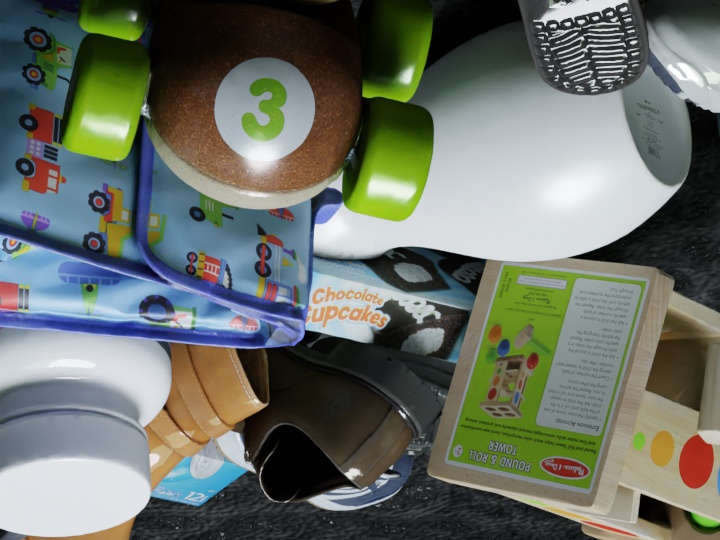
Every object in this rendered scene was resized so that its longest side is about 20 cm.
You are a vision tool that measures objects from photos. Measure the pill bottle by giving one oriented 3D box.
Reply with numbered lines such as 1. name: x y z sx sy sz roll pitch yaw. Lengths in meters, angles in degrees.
1. pill bottle: -0.159 0.028 1.308 0.119 0.201 0.120 -6 150 -3

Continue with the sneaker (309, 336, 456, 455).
1. sneaker: 0.065 0.058 1.466 0.199 0.091 0.076 9 144 -10

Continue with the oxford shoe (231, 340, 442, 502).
1. oxford shoe: -0.043 0.083 1.387 0.073 0.085 0.200 46 160 -21

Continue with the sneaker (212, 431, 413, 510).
1. sneaker: 0.004 0.108 1.566 0.108 0.071 0.200 -4 164 32

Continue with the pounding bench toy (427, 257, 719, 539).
1. pounding bench toy: 0.169 0.079 1.304 0.156 0.125 0.199 23 169 -39

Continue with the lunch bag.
1. lunch bag: -0.105 -0.044 1.229 0.199 0.151 0.094 11 146 -19

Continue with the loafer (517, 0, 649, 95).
1. loafer: 0.092 -0.174 1.153 0.073 0.071 0.201 -4 134 6

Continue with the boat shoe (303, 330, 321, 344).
1. boat shoe: -0.117 0.024 1.452 0.199 0.057 0.067 -8 150 2

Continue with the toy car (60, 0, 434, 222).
1. toy car: -0.030 -0.142 1.114 0.163 0.158 0.200 12 135 -11

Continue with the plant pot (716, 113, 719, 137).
1. plant pot: 0.282 -0.017 1.391 0.141 0.142 0.200 -20 140 21

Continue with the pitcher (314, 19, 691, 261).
1. pitcher: 0.077 -0.058 1.314 0.199 0.122 0.171 -13 168 31

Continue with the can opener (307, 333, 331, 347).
1. can opener: -0.049 0.046 1.508 0.199 0.053 0.067 -4 151 -4

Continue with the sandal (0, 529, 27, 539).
1. sandal: -0.233 0.065 1.379 0.043 0.200 0.076 1 125 -42

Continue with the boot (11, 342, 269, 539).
1. boot: -0.116 0.096 1.375 0.154 0.201 0.074 -17 168 21

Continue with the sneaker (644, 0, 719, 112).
1. sneaker: 0.242 -0.138 1.230 0.198 0.080 0.130 6 146 -21

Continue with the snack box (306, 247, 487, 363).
1. snack box: 0.000 0.000 1.379 0.199 0.116 0.037 14 111 -32

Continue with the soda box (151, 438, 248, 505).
1. soda box: -0.166 0.086 1.537 0.199 0.068 0.064 15 144 -33
